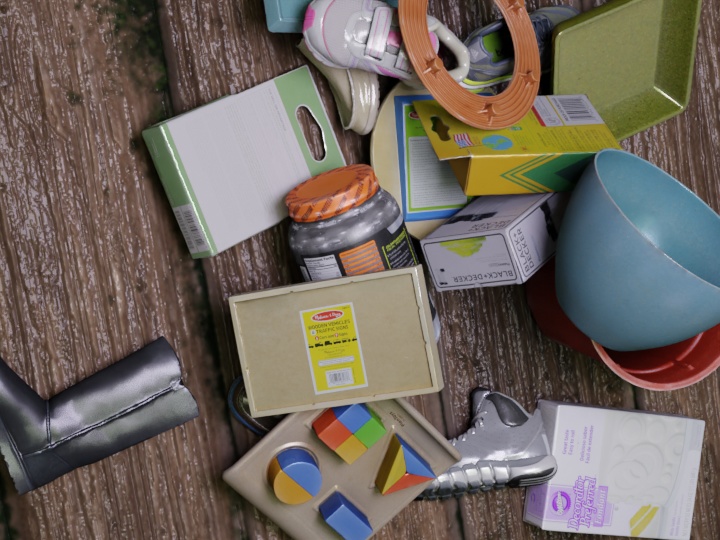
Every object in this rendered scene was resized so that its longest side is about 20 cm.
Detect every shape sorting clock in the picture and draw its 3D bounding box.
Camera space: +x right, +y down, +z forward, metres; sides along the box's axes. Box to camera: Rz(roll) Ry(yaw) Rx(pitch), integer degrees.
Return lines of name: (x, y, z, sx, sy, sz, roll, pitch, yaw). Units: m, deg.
shape sorting clock: (0.093, -0.127, 1.516, 0.199, 0.039, 0.202, -3, 96, -33)

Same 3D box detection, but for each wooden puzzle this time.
wooden puzzle: (-0.015, 0.212, 1.427, 0.200, 0.046, 0.185, -40, 120, 9)

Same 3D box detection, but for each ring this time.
ring: (0.118, -0.241, 1.394, 0.199, 0.019, 0.202, 16, 65, -37)

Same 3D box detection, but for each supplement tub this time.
supplement tub: (0.000, 0.000, 1.431, 0.122, 0.122, 0.201, -26, 110, -16)

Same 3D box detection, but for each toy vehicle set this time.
toy vehicle set: (-0.025, 0.071, 1.355, 0.198, 0.027, 0.125, -9, 94, 15)

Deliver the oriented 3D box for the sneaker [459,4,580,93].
sneaker: (0.180, -0.251, 1.512, 0.199, 0.081, 0.074, -28, 90, -30)

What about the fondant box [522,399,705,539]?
fondant box: (0.297, 0.235, 1.601, 0.198, 0.058, 0.146, 8, 90, -18)

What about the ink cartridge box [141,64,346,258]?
ink cartridge box: (-0.117, -0.118, 1.450, 0.199, 0.048, 0.147, -29, 102, -35)

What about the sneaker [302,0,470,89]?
sneaker: (0.034, -0.236, 1.388, 0.199, 0.088, 0.082, 8, 93, -35)

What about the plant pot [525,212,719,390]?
plant pot: (0.289, 0.022, 1.516, 0.199, 0.195, 0.203, -1, 92, -19)

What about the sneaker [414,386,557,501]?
sneaker: (0.116, 0.192, 1.540, 0.198, 0.075, 0.116, -6, 69, -6)

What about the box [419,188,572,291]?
box: (0.167, -0.050, 1.454, 0.200, 0.116, 0.061, -36, 112, -43)

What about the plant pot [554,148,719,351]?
plant pot: (0.266, -0.001, 1.321, 0.199, 0.201, 0.135, 27, 119, -18)

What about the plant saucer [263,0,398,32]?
plant saucer: (-0.012, -0.282, 1.424, 0.199, 0.019, 0.071, -4, 82, -35)

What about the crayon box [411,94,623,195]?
crayon box: (0.160, -0.134, 1.436, 0.198, 0.127, 0.051, -2, 126, -12)

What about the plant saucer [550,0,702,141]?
plant saucer: (0.287, -0.234, 1.542, 0.199, 0.048, 0.201, -25, 139, -16)

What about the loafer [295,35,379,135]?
loafer: (-0.033, -0.240, 1.462, 0.068, 0.076, 0.202, -14, 87, -16)

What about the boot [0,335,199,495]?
boot: (-0.282, 0.117, 1.390, 0.199, 0.066, 0.166, -23, 108, -14)

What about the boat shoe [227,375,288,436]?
boat shoe: (-0.046, 0.165, 1.470, 0.199, 0.072, 0.073, 24, 85, -18)
